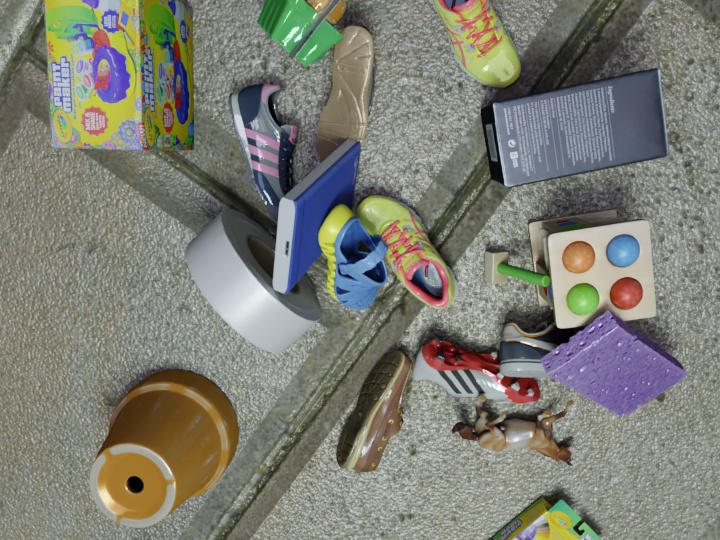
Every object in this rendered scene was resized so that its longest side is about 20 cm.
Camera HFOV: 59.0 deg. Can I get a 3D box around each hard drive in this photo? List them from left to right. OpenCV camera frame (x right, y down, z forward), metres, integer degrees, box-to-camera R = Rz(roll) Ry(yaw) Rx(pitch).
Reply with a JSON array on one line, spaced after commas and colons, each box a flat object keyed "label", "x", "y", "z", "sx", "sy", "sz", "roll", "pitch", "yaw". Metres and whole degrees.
[{"label": "hard drive", "x": -0.054, "y": -0.076, "z": 0.834, "sx": 0.025, "sy": 0.200, "sz": 0.133, "roll": 19, "pitch": 126, "yaw": 13}]

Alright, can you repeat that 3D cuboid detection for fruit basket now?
[{"label": "fruit basket", "x": -0.040, "y": -0.365, "z": 0.821, "sx": 0.200, "sy": 0.186, "sz": 0.094, "roll": -45, "pitch": 124, "yaw": 7}]

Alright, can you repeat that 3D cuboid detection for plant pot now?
[{"label": "plant pot", "x": -0.303, "y": 0.275, "z": 0.949, "sx": 0.198, "sy": 0.183, "sz": 0.203, "roll": 1, "pitch": 101, "yaw": 5}]

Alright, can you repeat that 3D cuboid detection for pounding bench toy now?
[{"label": "pounding bench toy", "x": 0.272, "y": 0.001, "z": 0.860, "sx": 0.198, "sy": 0.156, "sz": 0.126, "roll": -8, "pitch": 100, "yaw": 7}]

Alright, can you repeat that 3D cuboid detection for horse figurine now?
[{"label": "horse figurine", "x": 0.230, "y": 0.238, "z": 0.947, "sx": 0.197, "sy": 0.050, "sz": 0.133, "roll": 1, "pitch": 138, "yaw": 1}]

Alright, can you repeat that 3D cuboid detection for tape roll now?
[{"label": "tape roll", "x": -0.143, "y": 0.013, "z": 0.878, "sx": 0.071, "sy": 0.203, "sz": 0.203, "roll": -41, "pitch": 95, "yaw": 10}]

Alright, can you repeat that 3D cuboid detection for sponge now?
[{"label": "sponge", "x": 0.342, "y": 0.130, "z": 0.849, "sx": 0.199, "sy": 0.030, "sz": 0.112, "roll": 29, "pitch": 120, "yaw": -34}]

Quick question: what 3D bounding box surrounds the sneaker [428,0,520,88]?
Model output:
[{"label": "sneaker", "x": 0.146, "y": -0.329, "z": 0.843, "sx": 0.078, "sy": 0.090, "sz": 0.201, "roll": -37, "pitch": 97, "yaw": 9}]

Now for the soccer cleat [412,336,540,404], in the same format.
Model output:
[{"label": "soccer cleat", "x": 0.172, "y": 0.160, "z": 0.950, "sx": 0.198, "sy": 0.069, "sz": 0.085, "roll": 19, "pitch": 134, "yaw": -12}]

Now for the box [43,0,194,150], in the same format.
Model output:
[{"label": "box", "x": -0.310, "y": -0.263, "z": 0.844, "sx": 0.120, "sy": 0.193, "sz": 0.202, "roll": 3, "pitch": 102, "yaw": 4}]

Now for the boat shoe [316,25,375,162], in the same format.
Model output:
[{"label": "boat shoe", "x": -0.013, "y": -0.238, "z": 0.887, "sx": 0.071, "sy": 0.065, "sz": 0.202, "roll": 16, "pitch": 120, "yaw": 11}]

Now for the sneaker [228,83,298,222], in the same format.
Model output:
[{"label": "sneaker", "x": -0.119, "y": -0.167, "z": 0.907, "sx": 0.081, "sy": 0.070, "sz": 0.202, "roll": -17, "pitch": 100, "yaw": 11}]

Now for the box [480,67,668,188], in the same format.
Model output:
[{"label": "box", "x": 0.269, "y": -0.183, "z": 0.830, "sx": 0.198, "sy": 0.148, "sz": 0.108, "roll": -11, "pitch": 100, "yaw": 8}]

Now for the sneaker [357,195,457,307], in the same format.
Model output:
[{"label": "sneaker", "x": 0.069, "y": -0.026, "z": 0.899, "sx": 0.078, "sy": 0.090, "sz": 0.200, "roll": -42, "pitch": 93, "yaw": 13}]

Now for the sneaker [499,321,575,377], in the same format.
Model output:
[{"label": "sneaker", "x": 0.295, "y": 0.117, "z": 0.917, "sx": 0.198, "sy": 0.078, "sz": 0.080, "roll": 8, "pitch": 69, "yaw": -14}]

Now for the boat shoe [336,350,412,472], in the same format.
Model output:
[{"label": "boat shoe", "x": 0.032, "y": 0.217, "z": 0.971, "sx": 0.067, "sy": 0.072, "sz": 0.202, "roll": 22, "pitch": 98, "yaw": -20}]

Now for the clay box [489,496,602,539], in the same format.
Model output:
[{"label": "clay box", "x": 0.273, "y": 0.449, "z": 0.999, "sx": 0.200, "sy": 0.048, "sz": 0.115, "roll": -44, "pitch": 94, "yaw": 10}]

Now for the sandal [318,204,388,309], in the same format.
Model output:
[{"label": "sandal", "x": 0.000, "y": 0.000, "z": 0.874, "sx": 0.087, "sy": 0.201, "sz": 0.080, "roll": 29, "pitch": 69, "yaw": 24}]
